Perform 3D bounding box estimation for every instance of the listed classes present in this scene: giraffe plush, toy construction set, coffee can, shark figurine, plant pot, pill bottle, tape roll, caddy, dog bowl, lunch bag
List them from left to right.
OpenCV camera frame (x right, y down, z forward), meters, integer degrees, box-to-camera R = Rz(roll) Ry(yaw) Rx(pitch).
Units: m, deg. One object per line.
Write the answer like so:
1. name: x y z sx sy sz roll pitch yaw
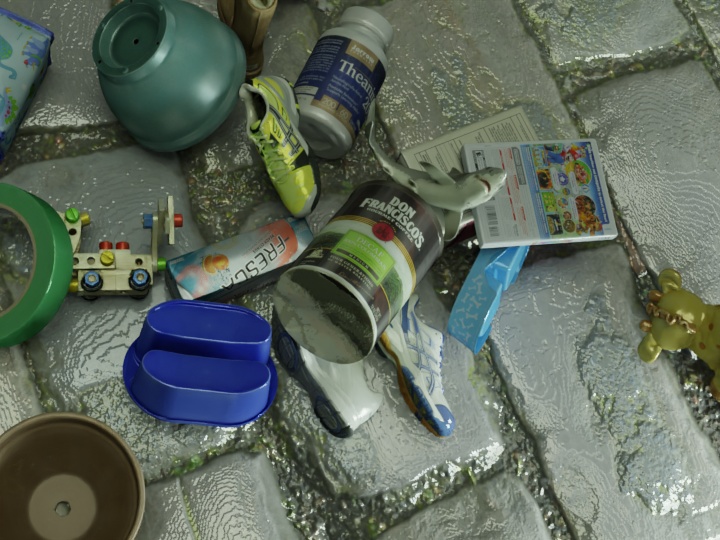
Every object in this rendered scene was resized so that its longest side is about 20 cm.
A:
1. lunch bag: -0.529 -0.265 1.519 0.198 0.127 0.172 24 68 -12
2. tape roll: -0.457 -0.006 1.437 0.198 0.048 0.203 -3 80 15
3. plant pot: -0.357 0.276 1.374 0.198 0.093 0.203 3 71 -10
4. toy construction set: -0.325 -0.032 1.499 0.197 0.092 0.133 -6 71 -1
5. plant pot: -0.268 -0.277 1.520 0.198 0.134 0.203 -10 66 22
6. caddy: -0.198 0.121 1.455 0.197 0.105 0.143 8 53 -12
7. pill bottle: -0.027 -0.267 1.622 0.110 0.111 0.202 25 68 -1
8. coffee can: 0.000 0.000 1.472 0.146 0.147 0.200 36 48 3
9. shark figurine: 0.090 -0.130 1.510 0.213 0.129 0.090 26 42 16
10. dog bowl: 0.176 0.014 1.565 0.049 0.112 0.201 24 67 14
11. giraffe plush: 0.469 0.086 1.579 0.161 0.200 0.174 16 69 27

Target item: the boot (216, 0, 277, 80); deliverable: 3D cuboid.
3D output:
1. boot: -0.152 -0.381 1.591 0.065 0.200 0.177 -10 72 -14

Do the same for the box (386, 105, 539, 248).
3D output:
1. box: 0.154 -0.123 1.606 0.198 0.109 0.129 -22 78 -17

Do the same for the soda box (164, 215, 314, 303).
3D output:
1. soda box: -0.156 -0.008 1.526 0.198 0.068 0.064 -22 75 -18

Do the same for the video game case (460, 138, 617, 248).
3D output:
1. video game case: 0.239 -0.105 1.547 0.197 0.018 0.145 -4 72 -17

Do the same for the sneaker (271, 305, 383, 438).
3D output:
1. sneaker: -0.048 0.119 1.511 0.087 0.074 0.201 -29 85 -31

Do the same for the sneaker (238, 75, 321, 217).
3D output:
1. sneaker: -0.113 -0.161 1.521 0.076 0.075 0.202 -3 68 -48

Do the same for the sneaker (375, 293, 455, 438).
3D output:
1. sneaker: 0.085 0.119 1.524 0.087 0.075 0.201 -24 77 -18
